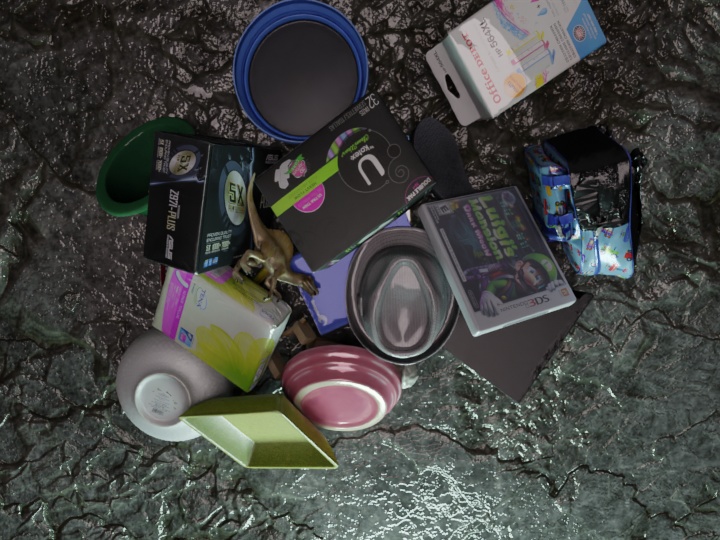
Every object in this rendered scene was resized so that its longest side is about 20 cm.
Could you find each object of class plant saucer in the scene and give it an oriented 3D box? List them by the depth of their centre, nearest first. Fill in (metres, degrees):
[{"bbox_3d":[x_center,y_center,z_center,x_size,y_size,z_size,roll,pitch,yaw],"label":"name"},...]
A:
[{"bbox_3d":[-0.031,0.198,0.865,0.195,0.052,0.203,2,136,2],"label":"plant saucer"},{"bbox_3d":[-0.155,0.258,0.875,0.196,0.049,0.201,-9,136,25],"label":"plant saucer"}]

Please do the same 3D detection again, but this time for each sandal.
[{"bbox_3d":[0.131,-0.136,0.832,0.076,0.043,0.202,-38,110,-16],"label":"sandal"}]

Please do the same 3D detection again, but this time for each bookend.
[{"bbox_3d":[0.218,0.062,0.858,0.198,0.092,0.201,35,93,1],"label":"bookend"}]

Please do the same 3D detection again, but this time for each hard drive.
[{"bbox_3d":[0.000,0.000,0.836,0.197,0.025,0.134,-24,102,6],"label":"hard drive"}]

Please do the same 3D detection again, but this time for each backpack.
[{"bbox_3d":[0.325,-0.087,0.785,0.131,0.184,0.204,-12,115,12],"label":"backpack"}]

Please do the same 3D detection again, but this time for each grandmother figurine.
[{"bbox_3d":[0.004,0.153,0.902,0.195,0.061,0.123,13,124,-6],"label":"grandmother figurine"}]

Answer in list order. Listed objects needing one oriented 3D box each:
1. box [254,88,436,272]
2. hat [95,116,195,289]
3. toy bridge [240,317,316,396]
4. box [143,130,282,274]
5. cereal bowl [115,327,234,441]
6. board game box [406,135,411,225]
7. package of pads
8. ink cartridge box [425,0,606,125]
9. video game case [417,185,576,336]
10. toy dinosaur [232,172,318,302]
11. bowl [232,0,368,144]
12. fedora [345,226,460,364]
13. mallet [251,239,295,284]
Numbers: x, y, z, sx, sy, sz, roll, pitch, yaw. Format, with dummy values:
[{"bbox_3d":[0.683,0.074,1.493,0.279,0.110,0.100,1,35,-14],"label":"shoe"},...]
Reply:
[{"bbox_3d":[-0.017,-0.116,0.746,0.198,0.124,0.150,-36,89,5],"label":"box"},{"bbox_3d":[-0.295,-0.109,0.852,0.198,0.167,0.177,-33,146,2],"label":"hat"},{"bbox_3d":[-0.144,0.147,0.894,0.201,0.027,0.068,-52,59,25],"label":"toy bridge"},{"bbox_3d":[-0.199,-0.100,0.761,0.084,0.200,0.168,15,103,15],"label":"box"},{"bbox_3d":[-0.314,0.196,0.900,0.195,0.083,0.205,0,103,-1],"label":"cereal bowl"},{"bbox_3d":[0.005,-0.103,0.846,0.149,0.040,0.205,-2,103,1],"label":"board game box"},{"bbox_3d":[-0.216,0.070,0.837,0.198,0.068,0.156,33,122,5],"label":"package of pads"},{"bbox_3d":[0.204,-0.305,0.753,0.198,0.125,0.130,-33,101,7],"label":"ink cartridge box"},{"bbox_3d":[0.197,-0.023,0.782,0.178,0.023,0.203,-13,68,-24],"label":"video game case"},{"bbox_3d":[-0.138,-0.027,0.774,0.057,0.101,0.202,-2,127,45],"label":"toy dinosaur"},{"bbox_3d":[-0.085,-0.284,0.786,0.195,0.039,0.206,0,91,2],"label":"bowl"},{"bbox_3d":[0.061,0.041,0.770,0.172,0.090,0.205,8,96,3],"label":"fedora"},{"bbox_3d":[-0.137,-0.002,0.876,0.199,0.041,0.066,-39,99,5],"label":"mallet"}]
